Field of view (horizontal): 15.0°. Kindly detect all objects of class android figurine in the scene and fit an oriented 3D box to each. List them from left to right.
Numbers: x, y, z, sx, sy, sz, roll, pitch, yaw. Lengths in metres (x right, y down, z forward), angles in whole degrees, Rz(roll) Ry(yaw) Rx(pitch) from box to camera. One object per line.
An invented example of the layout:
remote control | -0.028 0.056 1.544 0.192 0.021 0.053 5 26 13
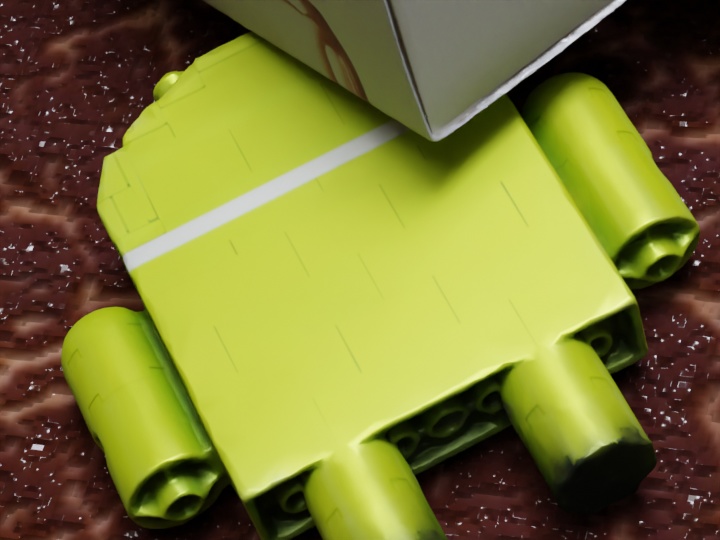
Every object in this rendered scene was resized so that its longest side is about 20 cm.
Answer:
android figurine | 0.000 0.000 0.786 0.182 0.041 0.200 -28 54 -5

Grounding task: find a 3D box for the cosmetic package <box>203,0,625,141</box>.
cosmetic package | -0.014 -0.132 0.810 0.103 0.087 0.200 -36 44 -19
